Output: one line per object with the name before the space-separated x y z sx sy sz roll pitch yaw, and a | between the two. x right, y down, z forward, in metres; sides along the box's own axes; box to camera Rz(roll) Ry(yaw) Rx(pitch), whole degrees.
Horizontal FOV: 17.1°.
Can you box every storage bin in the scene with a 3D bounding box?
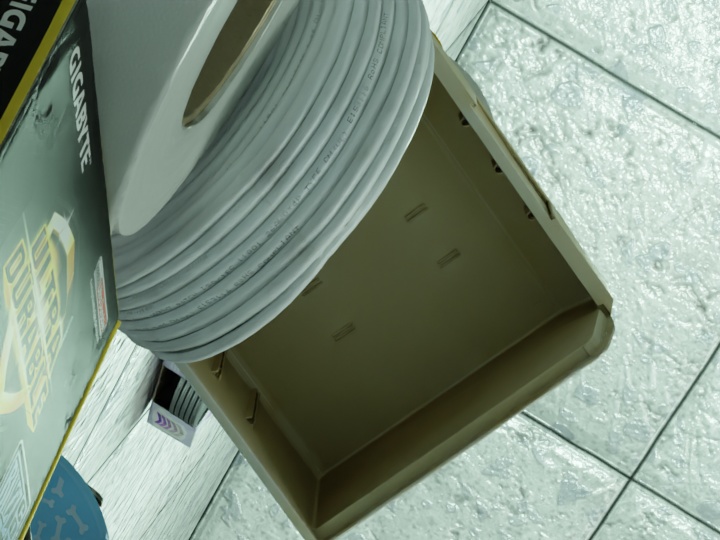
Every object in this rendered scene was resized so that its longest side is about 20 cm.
storage bin | 0.000 0.000 1.239 0.198 0.200 0.094 -35 -170 8

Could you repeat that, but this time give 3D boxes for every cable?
cable | -0.051 -0.057 1.041 0.200 0.069 0.200 -46 -155 10

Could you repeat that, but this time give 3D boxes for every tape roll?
tape roll | -0.067 -0.114 0.883 0.203 0.071 0.202 -59 178 -3

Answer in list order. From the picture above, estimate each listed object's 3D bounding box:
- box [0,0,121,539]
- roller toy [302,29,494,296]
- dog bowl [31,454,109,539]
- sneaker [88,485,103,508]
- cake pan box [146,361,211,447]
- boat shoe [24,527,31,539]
box | -0.132 0.021 0.780 0.200 0.049 0.160 93 17 -56
roller toy | -0.006 -0.043 1.378 0.200 0.183 0.140 -32 149 -14
dog bowl | -0.200 0.169 1.197 0.050 0.111 0.200 -31 155 -54
sneaker | -0.200 0.162 1.367 0.096 0.079 0.200 -57 177 2
cake pan box | -0.104 0.033 1.969 0.200 0.052 0.184 -58 175 -28
boat shoe | -0.156 0.118 1.046 0.067 0.057 0.201 111 -20 -68
